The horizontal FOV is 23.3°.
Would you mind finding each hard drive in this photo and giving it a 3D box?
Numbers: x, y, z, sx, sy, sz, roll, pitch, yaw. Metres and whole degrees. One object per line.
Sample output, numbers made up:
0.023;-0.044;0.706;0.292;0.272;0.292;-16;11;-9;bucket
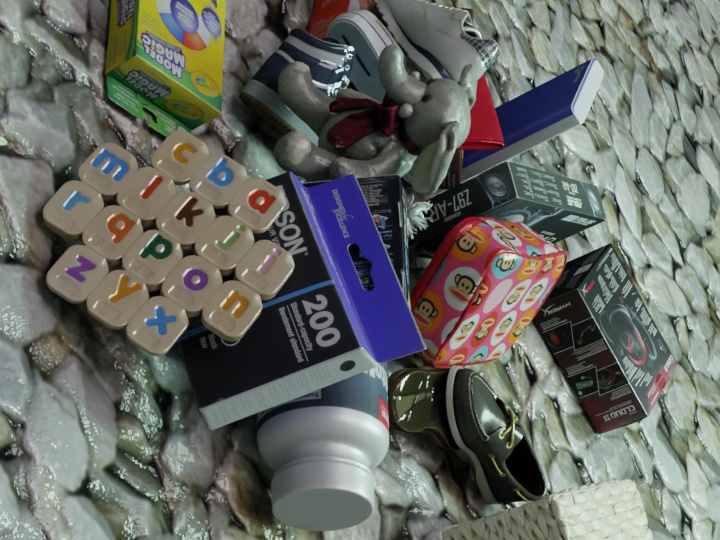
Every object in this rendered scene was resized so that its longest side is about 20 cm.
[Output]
0.176;-0.164;1.985;0.025;0.199;0.132;54;34;-17;hard drive

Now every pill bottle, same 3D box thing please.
-0.033;0.124;1.563;0.119;0.119;0.201;32;45;-41;pill bottle

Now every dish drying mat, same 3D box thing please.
0.099;-0.207;1.889;0.076;0.018;0.201;-2;50;-12;dish drying mat

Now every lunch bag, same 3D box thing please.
0.122;0.035;1.823;0.082;0.177;0.200;36;15;24;lunch bag

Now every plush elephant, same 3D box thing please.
0.032;-0.138;1.637;0.200;0.155;0.165;38;27;-17;plush elephant

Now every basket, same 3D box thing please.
0.199;0.324;1.734;0.200;0.160;0.199;3;66;-57;basket

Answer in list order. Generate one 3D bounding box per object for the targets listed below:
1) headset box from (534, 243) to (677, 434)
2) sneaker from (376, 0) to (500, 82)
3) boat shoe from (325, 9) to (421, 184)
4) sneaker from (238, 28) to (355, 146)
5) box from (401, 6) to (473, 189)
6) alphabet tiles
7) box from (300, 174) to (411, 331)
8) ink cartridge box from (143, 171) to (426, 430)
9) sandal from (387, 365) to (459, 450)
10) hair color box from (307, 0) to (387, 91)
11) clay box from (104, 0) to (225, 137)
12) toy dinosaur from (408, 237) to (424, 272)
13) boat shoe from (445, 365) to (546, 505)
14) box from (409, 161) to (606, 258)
0.302;0.090;2.118;0.201;0.075;0.149;59;33;-9;headset box
0.080;-0.247;1.840;0.076;0.080;0.200;50;4;-39;sneaker
0.041;-0.184;1.807;0.067;0.073;0.201;-39;104;-52;boat shoe
-0.022;-0.163;1.774;0.200;0.070;0.109;38;80;-33;sneaker
0.087;-0.197;1.959;0.100;0.074;0.201;88;9;-49;box
-0.160;-0.024;1.453;0.199;0.015;0.196;31;59;8;alphabet tiles
-0.056;-0.001;1.545;0.046;0.199;0.160;77;9;-58;box
-0.069;0.013;1.487;0.043;0.199;0.199;79;-10;-58;ink cartridge box
0.057;0.136;1.744;0.200;0.054;0.082;14;81;-63;sandal
-0.006;-0.240;1.901;0.102;0.061;0.201;45;37;-30;hair color box
-0.181;-0.223;1.645;0.115;0.047;0.201;32;44;-41;clay box
0.000;0.000;1.727;0.136;0.086;0.201;49;36;-27;toy dinosaur
0.139;0.168;1.782;0.202;0.060;0.072;63;37;-43;boat shoe
0.154;-0.057;1.921;0.200;0.160;0.044;10;61;-54;box
